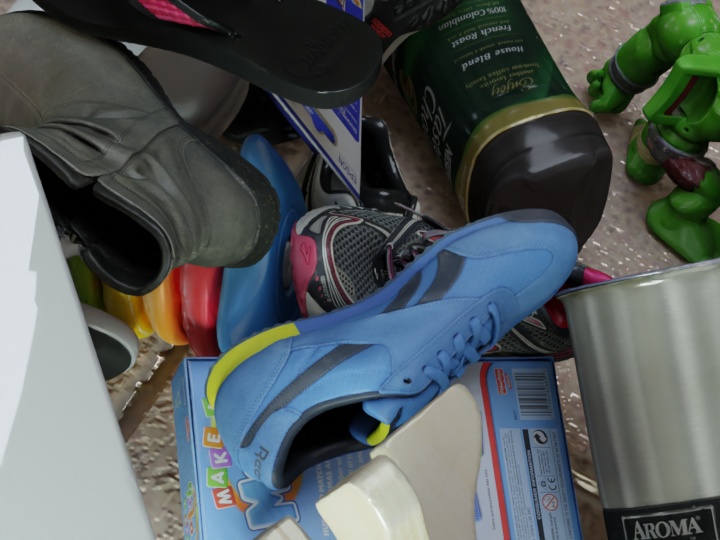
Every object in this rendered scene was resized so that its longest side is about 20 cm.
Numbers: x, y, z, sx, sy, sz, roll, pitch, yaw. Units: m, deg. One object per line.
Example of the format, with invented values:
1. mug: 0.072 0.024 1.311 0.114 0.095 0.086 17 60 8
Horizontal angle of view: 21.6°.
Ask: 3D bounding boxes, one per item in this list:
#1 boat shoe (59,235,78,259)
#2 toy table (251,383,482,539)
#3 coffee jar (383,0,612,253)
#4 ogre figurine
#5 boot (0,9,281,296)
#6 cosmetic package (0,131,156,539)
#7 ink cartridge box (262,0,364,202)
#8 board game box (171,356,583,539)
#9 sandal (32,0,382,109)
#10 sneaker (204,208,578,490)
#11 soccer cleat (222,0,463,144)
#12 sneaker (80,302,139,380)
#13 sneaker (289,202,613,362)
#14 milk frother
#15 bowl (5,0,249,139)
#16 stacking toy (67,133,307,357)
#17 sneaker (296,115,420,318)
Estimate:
1. boat shoe: -0.215 -0.022 0.953 0.199 0.074 0.067 12 9 35
2. toy table: 0.012 0.144 0.783 0.183 0.200 0.117 -37 88 -37
3. coffee jar: 0.078 -0.101 1.136 0.085 0.105 0.201 -17 54 -13
4. ogre figurine: 0.210 -0.085 1.158 0.097 0.120 0.201 8 47 -13
5. boot: -0.136 -0.063 0.873 0.199 0.068 0.130 35 17 19
6. cosmetic package: -0.175 0.081 0.759 0.122 0.200 0.201 -15 78 -22
7. ink cartridge box: -0.032 -0.135 0.993 0.037 0.095 0.201 -19 47 21
8. board game box: 0.011 0.118 0.929 0.198 0.037 0.153 2 66 -20
9. sandal: -0.079 -0.137 0.907 0.199 0.045 0.075 22 56 20
10. sneaker: 0.027 0.042 0.884 0.199 0.066 0.079 -27 45 -14
11. soccer cleat: -0.009 -0.151 1.115 0.068 0.200 0.073 39 19 -35
12. sneaker: -0.205 0.066 0.908 0.198 0.071 0.100 1 50 -11
13. sneaker: 0.048 0.004 0.969 0.199 0.074 0.081 10 69 -38
14. milk frother: 0.210 0.087 0.952 0.179 0.200 0.190 -11 86 19
15. bowl: -0.126 -0.112 1.051 0.091 0.200 0.202 50 35 -31
16. stacking toy: -0.132 -0.009 0.988 0.198 0.110 0.117 3 77 11
17. sneaker: 0.000 0.000 1.027 0.075 0.088 0.201 1 50 -21
